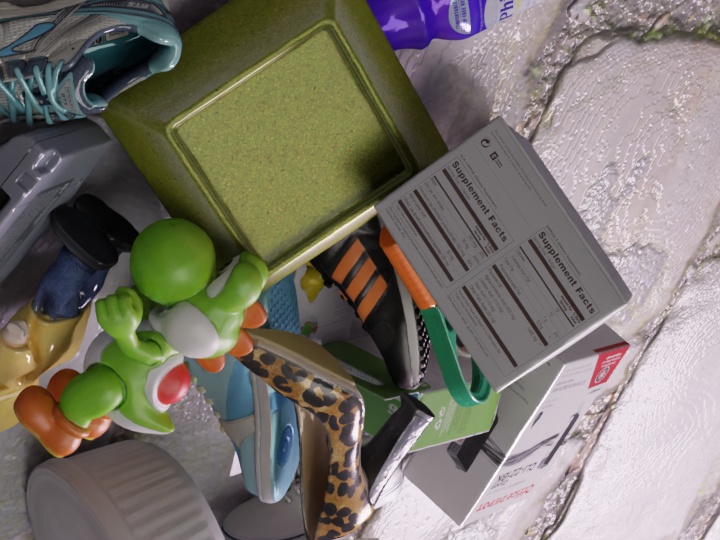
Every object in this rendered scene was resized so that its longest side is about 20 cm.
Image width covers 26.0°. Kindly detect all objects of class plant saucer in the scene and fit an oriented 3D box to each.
[{"bbox_3d":[-0.051,-0.091,1.093,0.199,0.048,0.201,-34,119,-2],"label":"plant saucer"}]

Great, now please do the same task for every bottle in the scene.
[{"bbox_3d":[0.075,-0.215,1.156,0.199,0.065,0.084,-27,139,-13],"label":"bottle"}]

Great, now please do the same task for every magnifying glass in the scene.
[{"bbox_3d":[0.062,0.034,1.218,0.022,0.080,0.200,-12,138,23],"label":"magnifying glass"}]

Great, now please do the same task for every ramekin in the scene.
[{"bbox_3d":[-0.184,0.233,1.281,0.094,0.202,0.204,-25,139,-31],"label":"ramekin"}]

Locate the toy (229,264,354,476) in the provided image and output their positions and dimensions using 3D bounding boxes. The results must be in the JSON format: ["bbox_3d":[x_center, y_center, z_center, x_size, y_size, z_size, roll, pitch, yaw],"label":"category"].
[{"bbox_3d":[-0.062,0.066,1.318,0.114,0.047,0.202,-12,126,-44],"label":"toy"}]

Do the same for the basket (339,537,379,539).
[{"bbox_3d":[-0.057,0.323,1.438,0.134,0.125,0.200,-11,173,-28],"label":"basket"}]

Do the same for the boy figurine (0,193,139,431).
[{"bbox_3d":[-0.234,0.037,1.147,0.200,0.064,0.124,-50,179,29],"label":"boy figurine"}]

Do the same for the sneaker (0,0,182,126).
[{"bbox_3d":[-0.208,-0.132,1.010,0.199,0.086,0.078,-27,137,-13],"label":"sneaker"}]

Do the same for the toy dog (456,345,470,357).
[{"bbox_3d":[0.091,-0.019,1.293,0.131,0.096,0.201,27,98,-10],"label":"toy dog"}]

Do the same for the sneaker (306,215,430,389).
[{"bbox_3d":[0.000,0.000,1.242,0.089,0.070,0.202,-10,101,10],"label":"sneaker"}]

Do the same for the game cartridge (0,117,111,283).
[{"bbox_3d":[-0.254,-0.021,1.058,0.200,0.040,0.133,-48,176,15],"label":"game cartridge"}]

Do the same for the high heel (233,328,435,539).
[{"bbox_3d":[-0.051,0.129,1.174,0.199,0.071,0.143,29,102,-33],"label":"high heel"}]

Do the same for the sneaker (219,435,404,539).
[{"bbox_3d":[-0.046,0.201,1.449,0.199,0.073,0.071,-22,128,-31],"label":"sneaker"}]

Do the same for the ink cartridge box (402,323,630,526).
[{"bbox_3d":[0.147,0.132,1.479,0.144,0.084,0.201,-8,134,-55],"label":"ink cartridge box"}]

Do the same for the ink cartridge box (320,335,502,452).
[{"bbox_3d":[0.029,0.103,1.332,0.199,0.103,0.060,-5,117,-56],"label":"ink cartridge box"}]

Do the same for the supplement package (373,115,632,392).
[{"bbox_3d":[0.112,-0.012,1.144,0.110,0.157,0.200,-35,174,10],"label":"supplement package"}]

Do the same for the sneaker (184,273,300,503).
[{"bbox_3d":[-0.113,0.083,1.234,0.080,0.129,0.202,-43,134,-65],"label":"sneaker"}]

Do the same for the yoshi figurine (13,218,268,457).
[{"bbox_3d":[-0.158,0.036,1.098,0.199,0.113,0.112,-38,138,17],"label":"yoshi figurine"}]
